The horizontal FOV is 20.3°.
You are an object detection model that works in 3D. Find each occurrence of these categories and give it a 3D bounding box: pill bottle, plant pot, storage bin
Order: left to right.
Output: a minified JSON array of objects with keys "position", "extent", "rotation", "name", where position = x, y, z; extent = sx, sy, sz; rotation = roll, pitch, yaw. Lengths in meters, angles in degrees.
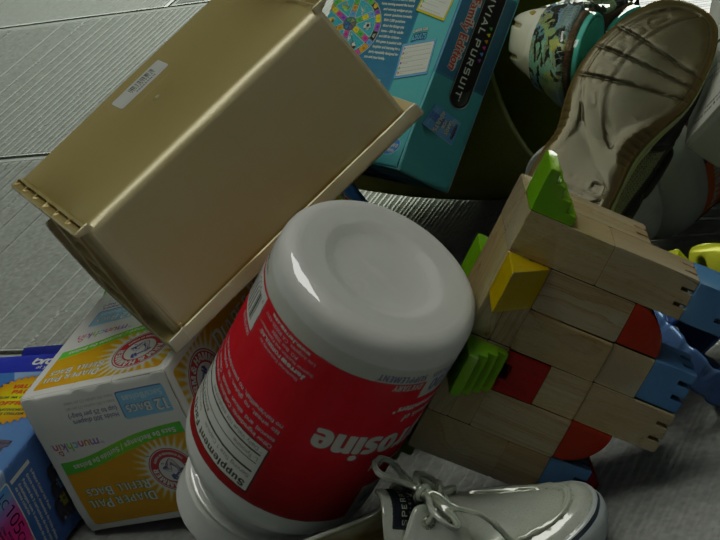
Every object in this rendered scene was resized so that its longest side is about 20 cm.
[{"position":[-0.097,-0.074,1.219],"extent":[0.200,0.094,0.198],"rotation":[-45,24,-7],"name":"storage bin"},{"position":[-0.027,0.068,1.081],"extent":[0.112,0.200,0.113],"rotation":[18,39,-15],"name":"pill bottle"},{"position":[0.067,-0.128,1.461],"extent":[0.199,0.188,0.187],"rotation":[-14,23,38],"name":"plant pot"},{"position":[0.207,-0.089,1.342],"extent":[0.109,0.110,0.200],"rotation":[11,39,46],"name":"pill bottle"}]

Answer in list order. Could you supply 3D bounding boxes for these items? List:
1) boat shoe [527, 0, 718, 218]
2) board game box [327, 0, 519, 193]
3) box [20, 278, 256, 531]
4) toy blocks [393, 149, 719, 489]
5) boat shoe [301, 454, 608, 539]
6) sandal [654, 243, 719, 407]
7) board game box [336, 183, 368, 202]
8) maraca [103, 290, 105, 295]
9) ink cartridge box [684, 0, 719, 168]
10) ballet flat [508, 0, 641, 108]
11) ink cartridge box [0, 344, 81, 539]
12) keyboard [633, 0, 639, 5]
[{"position":[0.153,-0.076,1.223],"extent":[0.071,0.066,0.201],"rotation":[26,69,17],"name":"boat shoe"},{"position":[0.035,-0.161,1.342],"extent":[0.151,0.047,0.201],"rotation":[17,85,56],"name":"board game box"},{"position":[-0.107,0.058,1.257],"extent":[0.112,0.102,0.200],"rotation":[-12,26,28],"name":"box"},{"position":[0.117,0.046,1.083],"extent":[0.136,0.201,0.100],"rotation":[22,23,-11],"name":"toy blocks"},{"position":[0.028,0.137,1.045],"extent":[0.201,0.086,0.075],"rotation":[-19,26,-1],"name":"boat shoe"},{"position":[0.146,0.045,1.169],"extent":[0.199,0.079,0.088],"rotation":[-14,65,35],"name":"sandal"},{"position":[0.000,0.000,1.251],"extent":[0.040,0.153,0.200],"rotation":[-35,25,7],"name":"board game box"},{"position":[-0.111,-0.046,1.481],"extent":[0.200,0.107,0.137],"rotation":[-36,18,17],"name":"maraca"},{"position":[0.296,-0.129,1.268],"extent":[0.084,0.146,0.200],"rotation":[-51,13,43],"name":"ink cartridge box"},{"position":[0.132,-0.148,1.314],"extent":[0.074,0.075,0.200],"rotation":[-8,7,21],"name":"ballet flat"},{"position":[-0.234,0.119,1.269],"extent":[0.136,0.077,0.200],"rotation":[-5,28,26],"name":"ink cartridge box"},{"position":[0.189,-0.172,1.620],"extent":[0.127,0.021,0.200],"rotation":[-9,28,32],"name":"keyboard"}]
